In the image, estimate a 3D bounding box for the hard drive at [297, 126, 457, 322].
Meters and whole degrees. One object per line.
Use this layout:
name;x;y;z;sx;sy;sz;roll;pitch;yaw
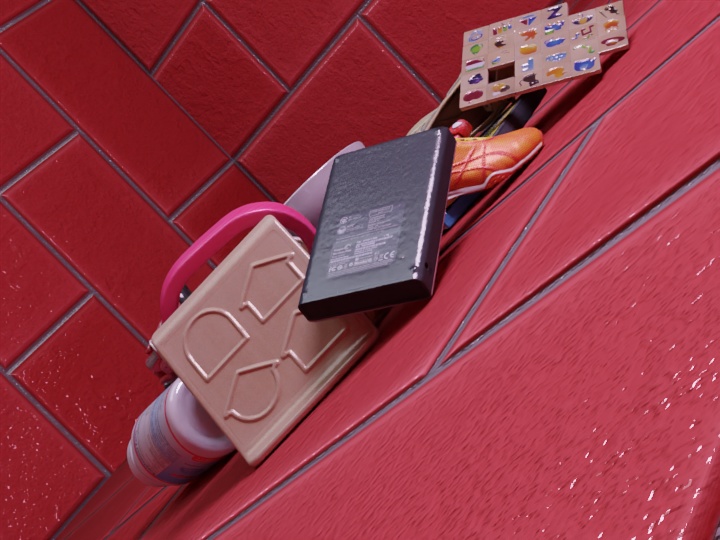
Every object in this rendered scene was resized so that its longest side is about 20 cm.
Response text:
hard drive;0.018;-0.049;1.228;0.138;0.033;0.202;-13;46;29

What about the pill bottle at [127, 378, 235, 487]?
pill bottle;-0.219;0.202;1.531;0.109;0.109;0.200;-49;5;-37

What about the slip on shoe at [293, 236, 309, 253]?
slip on shoe;-0.121;0.040;1.423;0.201;0.076;0.061;-51;-3;11

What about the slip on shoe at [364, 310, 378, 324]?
slip on shoe;-0.075;0.060;1.315;0.197;0.075;0.061;-13;29;6

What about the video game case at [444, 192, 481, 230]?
video game case;0.124;-0.096;1.545;0.143;0.018;0.200;-48;5;-12

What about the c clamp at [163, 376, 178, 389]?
c clamp;-0.127;0.096;1.558;0.170;0.027;0.199;-28;-11;38

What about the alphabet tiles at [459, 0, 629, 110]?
alphabet tiles;0.211;-0.259;1.439;0.197;0.008;0.169;-13;38;18

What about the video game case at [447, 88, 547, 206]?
video game case;0.137;-0.134;1.500;0.181;0.025;0.200;-44;4;35

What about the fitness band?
fitness band;-0.127;0.018;1.349;0.200;0.144;0.037;-42;22;6

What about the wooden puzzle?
wooden puzzle;-0.097;0.071;1.269;0.185;0.200;0.046;-45;-29;2

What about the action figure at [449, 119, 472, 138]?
action figure;0.051;-0.105;1.431;0.199;0.052;0.065;-38;-25;0

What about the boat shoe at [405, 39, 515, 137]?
boat shoe;0.133;-0.196;1.505;0.200;0.073;0.063;-48;11;14

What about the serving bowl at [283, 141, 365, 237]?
serving bowl;-0.048;-0.062;1.508;0.200;0.066;0.200;-44;-4;-4

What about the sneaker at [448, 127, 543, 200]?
sneaker;0.103;-0.117;1.324;0.197;0.078;0.073;-21;8;-4

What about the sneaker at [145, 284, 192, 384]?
sneaker;-0.223;0.089;1.510;0.086;0.074;0.201;-36;-18;-19
